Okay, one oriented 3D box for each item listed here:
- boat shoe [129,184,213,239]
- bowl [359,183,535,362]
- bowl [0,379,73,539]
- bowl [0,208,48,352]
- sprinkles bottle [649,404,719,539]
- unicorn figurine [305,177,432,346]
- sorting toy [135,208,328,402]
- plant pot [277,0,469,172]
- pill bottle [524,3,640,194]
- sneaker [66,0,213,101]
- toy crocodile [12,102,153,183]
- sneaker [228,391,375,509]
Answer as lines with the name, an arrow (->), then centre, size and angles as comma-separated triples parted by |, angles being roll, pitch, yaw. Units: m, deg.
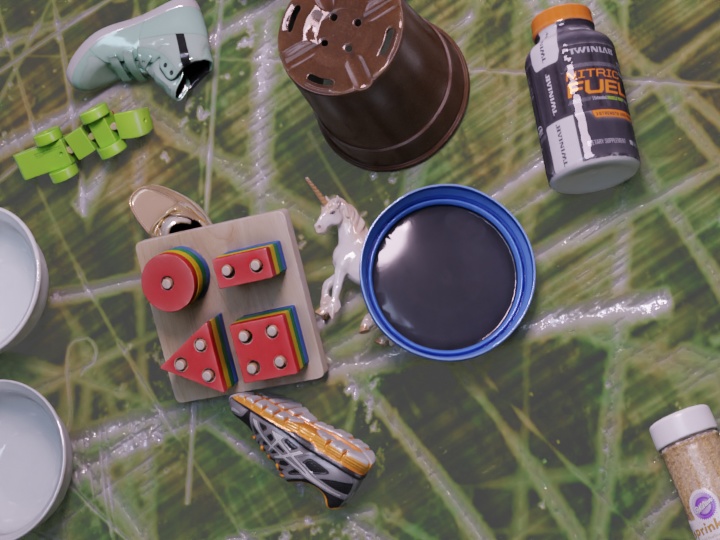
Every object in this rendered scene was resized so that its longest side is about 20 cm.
boat shoe -> -0.219, -0.047, 1.634 | 0.199, 0.069, 0.074 | 38, 91, 23
bowl -> 0.097, 0.004, 1.495 | 0.198, 0.039, 0.203 | 0, 78, -2
bowl -> -0.429, 0.240, 1.625 | 0.199, 0.090, 0.203 | -5, 74, 18
bowl -> -0.472, 0.024, 1.687 | 0.199, 0.090, 0.203 | -5, 75, 19
sprinkles bottle -> 0.366, 0.241, 1.358 | 0.068, 0.068, 0.202 | -24, 70, 12
unicorn figurine -> 0.000, 0.000, 1.553 | 0.198, 0.074, 0.138 | 24, 85, 7
sorting toy -> -0.160, 0.050, 1.544 | 0.197, 0.070, 0.202 | -11, 99, 19
plant pot -> 0.008, -0.239, 1.534 | 0.198, 0.198, 0.203 | -4, 76, 17
pill bottle -> 0.244, -0.197, 1.490 | 0.105, 0.106, 0.202 | -14, 72, 15
sneaker -> -0.284, -0.260, 1.705 | 0.199, 0.074, 0.119 | -26, 63, 9
toy crocodile -> -0.363, -0.168, 1.723 | 0.198, 0.062, 0.068 | -22, 106, 18
sneaker -> -0.079, 0.201, 1.524 | 0.199, 0.078, 0.078 | 29, 105, 29
